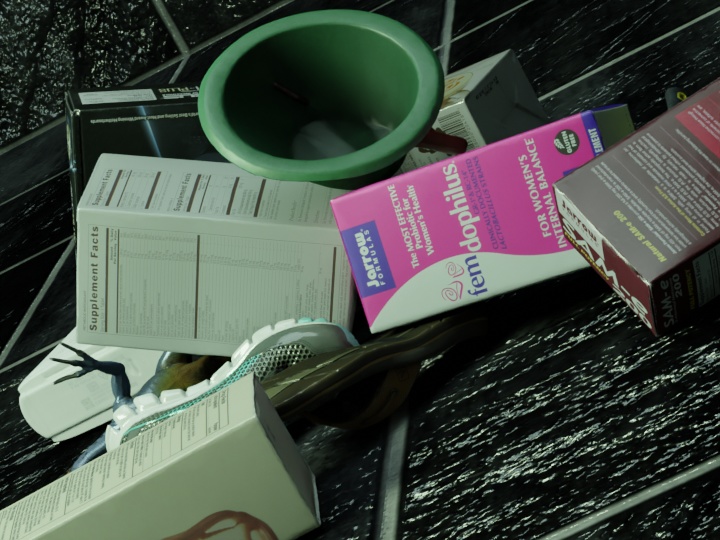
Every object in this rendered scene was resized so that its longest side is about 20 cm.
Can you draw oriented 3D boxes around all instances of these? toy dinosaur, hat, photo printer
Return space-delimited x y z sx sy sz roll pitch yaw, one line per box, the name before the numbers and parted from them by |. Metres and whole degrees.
toy dinosaur | -0.143 0.113 1.744 0.182 0.200 0.105 -50 53 3
hat | -0.009 -0.076 1.686 0.200 0.176 0.166 -9 51 -2
photo printer | -0.183 0.053 1.960 0.166 0.070 0.200 -27 13 29

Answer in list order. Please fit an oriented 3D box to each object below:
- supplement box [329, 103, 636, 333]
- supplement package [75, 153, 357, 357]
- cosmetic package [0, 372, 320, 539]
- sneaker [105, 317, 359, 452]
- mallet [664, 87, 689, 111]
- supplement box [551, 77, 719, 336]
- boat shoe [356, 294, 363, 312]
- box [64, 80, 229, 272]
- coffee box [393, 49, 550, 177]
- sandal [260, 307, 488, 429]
supplement box | 0.096 -0.035 1.589 0.200 0.101 0.103 -19 0 21
supplement package | -0.102 -0.010 1.685 0.200 0.114 0.110 5 24 2
cosmetic package | -0.132 0.159 1.460 0.200 0.087 0.103 -29 13 5
sneaker | -0.085 0.108 1.620 0.200 0.078 0.091 -30 29 10
mallet | 0.218 -0.089 1.610 0.041 0.066 0.200 -57 17 24
supplement box | 0.234 -0.057 1.458 0.200 0.061 0.109 -31 52 -10
boat shoe | 0.000 0.000 1.819 0.200 0.072 0.060 -26 52 -32
box | -0.133 -0.065 1.856 0.200 0.164 0.086 -4 17 -10
coffee box | 0.044 -0.100 1.934 0.200 0.080 0.114 -20 16 34
sandal | 0.007 0.076 1.565 0.200 0.055 0.082 -20 5 -34
